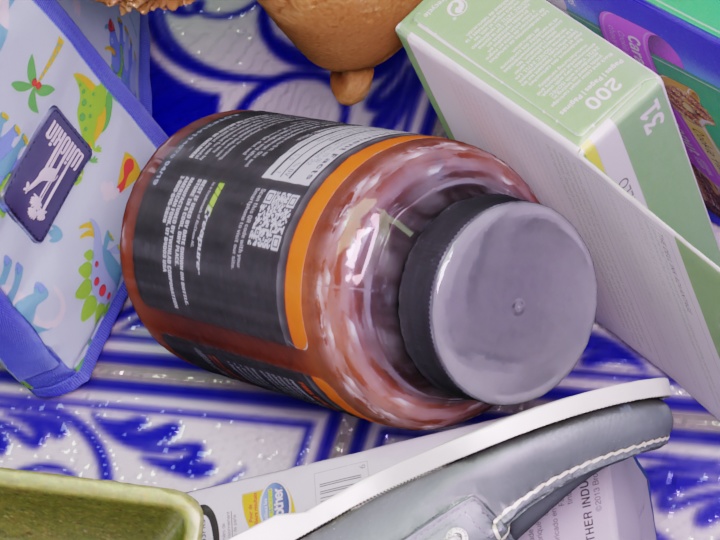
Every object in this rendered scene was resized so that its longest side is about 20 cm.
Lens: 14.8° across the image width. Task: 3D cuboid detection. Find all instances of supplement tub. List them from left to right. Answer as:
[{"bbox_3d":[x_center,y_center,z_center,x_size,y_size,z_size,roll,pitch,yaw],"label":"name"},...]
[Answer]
[{"bbox_3d":[0.000,0.000,1.019,0.107,0.107,0.200,-52,31,-15],"label":"supplement tub"}]

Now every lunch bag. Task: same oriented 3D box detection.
[{"bbox_3d":[-0.160,-0.070,1.137,0.127,0.170,0.201,-16,52,17],"label":"lunch bag"}]

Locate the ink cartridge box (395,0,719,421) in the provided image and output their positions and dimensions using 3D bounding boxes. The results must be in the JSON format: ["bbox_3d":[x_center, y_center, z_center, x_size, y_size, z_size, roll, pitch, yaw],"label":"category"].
[{"bbox_3d":[0.107,-0.012,0.993,0.048,0.146,0.200,-43,52,-12],"label":"ink cartridge box"}]

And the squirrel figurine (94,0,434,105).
[{"bbox_3d":[-0.037,-0.151,1.068,0.199,0.142,0.187,-16,59,15],"label":"squirrel figurine"}]

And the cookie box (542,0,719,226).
[{"bbox_3d":[0.170,-0.059,0.982,0.200,0.171,0.075,31,77,37],"label":"cookie box"}]

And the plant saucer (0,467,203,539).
[{"bbox_3d":[-0.159,0.167,0.979,0.199,0.048,0.200,6,84,9],"label":"plant saucer"}]

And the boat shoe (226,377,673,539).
[{"bbox_3d":[0.020,0.095,0.924,0.199,0.073,0.062,-24,82,-4],"label":"boat shoe"}]

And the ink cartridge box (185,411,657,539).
[{"bbox_3d":[0.007,0.137,0.982,0.199,0.076,0.137,-14,54,13],"label":"ink cartridge box"}]
